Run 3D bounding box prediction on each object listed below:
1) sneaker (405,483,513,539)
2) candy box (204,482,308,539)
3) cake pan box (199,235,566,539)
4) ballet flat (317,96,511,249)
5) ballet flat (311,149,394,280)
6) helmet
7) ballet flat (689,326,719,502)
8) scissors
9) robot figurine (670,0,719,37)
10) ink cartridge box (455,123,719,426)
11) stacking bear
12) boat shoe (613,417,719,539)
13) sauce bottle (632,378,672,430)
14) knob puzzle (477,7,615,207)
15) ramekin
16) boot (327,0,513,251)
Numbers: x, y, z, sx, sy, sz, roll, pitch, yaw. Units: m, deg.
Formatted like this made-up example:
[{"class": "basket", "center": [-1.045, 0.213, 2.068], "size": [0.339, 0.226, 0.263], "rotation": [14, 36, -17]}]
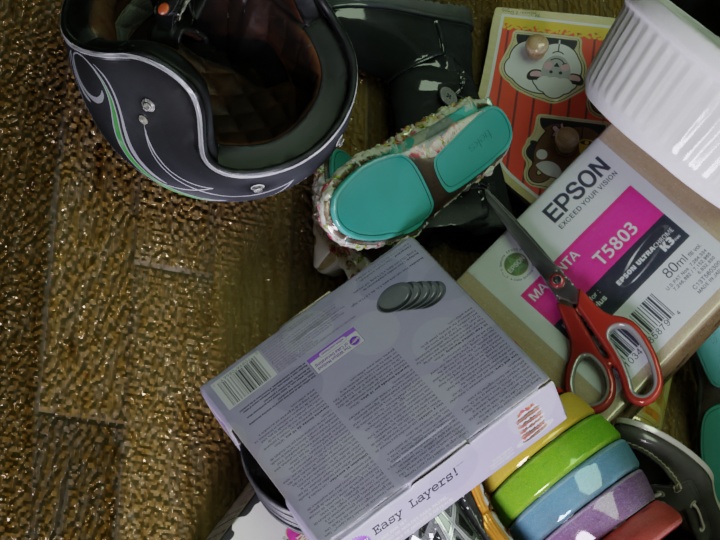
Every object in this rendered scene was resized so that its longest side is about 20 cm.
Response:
[{"class": "sneaker", "center": [0.060, 0.193, 1.276], "size": [0.077, 0.078, 0.201], "rotation": [-25, 82, -20]}, {"class": "candy box", "center": [-0.013, 0.178, 1.316], "size": [0.136, 0.061, 0.200], "rotation": [41, 58, -6]}, {"class": "cake pan box", "center": [0.010, 0.092, 1.251], "size": [0.200, 0.052, 0.184], "rotation": [-36, 44, -10]}, {"class": "ballet flat", "center": [0.033, -0.068, 1.362], "size": [0.199, 0.064, 0.076], "rotation": [-29, 104, -37]}, {"class": "ballet flat", "center": [0.000, 0.000, 1.390], "size": [0.075, 0.064, 0.201], "rotation": [16, 41, -52]}, {"class": "helmet", "center": [-0.105, -0.144, 1.329], "size": [0.191, 0.199, 0.201], "rotation": [54, 48, -42]}, {"class": "ballet flat", "center": [0.304, 0.096, 1.489], "size": [0.068, 0.068, 0.202], "rotation": [-26, 110, -63]}, {"class": "scissors", "center": [0.159, 0.015, 1.367], "size": [0.073, 0.014, 0.201], "rotation": [-22, 70, 3]}, {"class": "robot figurine", "center": [0.341, -0.184, 1.586], "size": [0.149, 0.125, 0.200], "rotation": [-1, 44, -36]}, {"class": "ink cartridge box", "center": [0.188, 0.012, 1.411], "size": [0.165, 0.075, 0.200], "rotation": [42, 80, 17]}, {"class": "stacking bear", "center": [0.125, 0.132, 1.309], "size": [0.113, 0.121, 0.200], "rotation": [-37, 77, -4]}, {"class": "boat shoe", "center": [0.233, 0.179, 1.385], "size": [0.200, 0.067, 0.057], "rotation": [50, 59, -47]}, {"class": "sauce bottle", "center": [0.223, 0.058, 1.480], "size": [0.066, 0.066, 0.201], "rotation": [23, 60, -15]}, {"class": "knob puzzle", "center": [0.184, -0.126, 1.509], "size": [0.218, 0.030, 0.221], "rotation": [-1, 66, 2]}, {"class": "ramekin", "center": [0.260, -0.125, 1.405], "size": [0.202, 0.094, 0.203], "rotation": [36, 15, -11]}, {"class": "boot", "center": [0.033, -0.116, 1.466], "size": [0.164, 0.066, 0.202], "rotation": [-1, 74, -24]}]
